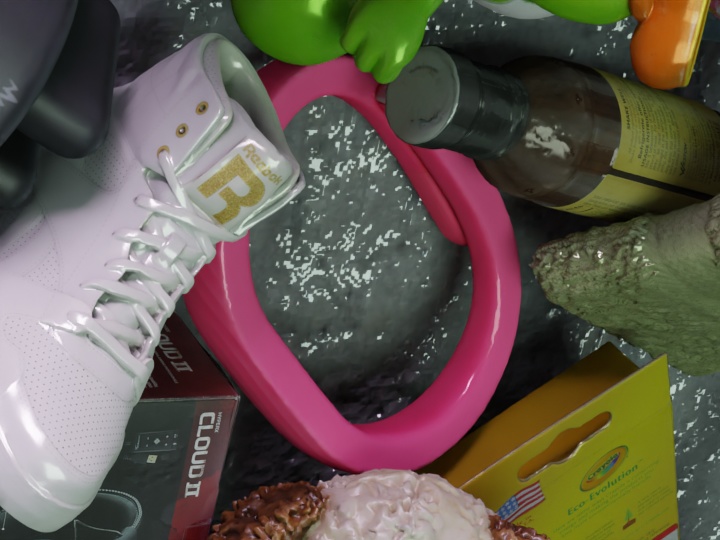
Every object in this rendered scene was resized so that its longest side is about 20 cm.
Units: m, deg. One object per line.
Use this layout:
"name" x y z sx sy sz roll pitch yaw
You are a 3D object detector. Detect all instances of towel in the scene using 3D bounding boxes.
"towel" 0.178 0.006 0.960 0.148 0.037 0.200 -14 159 31

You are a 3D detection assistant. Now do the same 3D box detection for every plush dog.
"plush dog" 0.010 0.164 0.904 0.199 0.161 0.172 7 113 -11

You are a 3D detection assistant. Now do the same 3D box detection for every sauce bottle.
"sauce bottle" 0.091 -0.057 0.902 0.200 0.065 0.065 13 111 -47

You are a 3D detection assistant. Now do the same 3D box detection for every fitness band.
"fitness band" 0.000 0.000 0.891 0.144 0.037 0.200 -55 133 -21

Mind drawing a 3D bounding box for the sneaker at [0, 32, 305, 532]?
"sneaker" -0.079 -0.009 0.751 0.115 0.200 0.074 -28 128 24

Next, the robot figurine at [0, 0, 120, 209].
"robot figurine" -0.174 -0.098 0.707 0.200 0.125 0.150 32 94 -35

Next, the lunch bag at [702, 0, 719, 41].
"lunch bag" 0.185 -0.205 0.852 0.169 0.127 0.200 -32 116 -10

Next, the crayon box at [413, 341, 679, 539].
"crayon box" 0.090 0.121 1.011 0.127 0.051 0.200 -31 140 -18

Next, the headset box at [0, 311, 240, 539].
"headset box" -0.148 0.099 0.876 0.200 0.077 0.149 -2 119 -30

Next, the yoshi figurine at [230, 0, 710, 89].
"yoshi figurine" 0.033 -0.113 0.807 0.112 0.199 0.112 78 27 -74

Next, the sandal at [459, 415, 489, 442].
"sandal" -0.017 0.137 1.001 0.200 0.043 0.076 -40 138 -11
